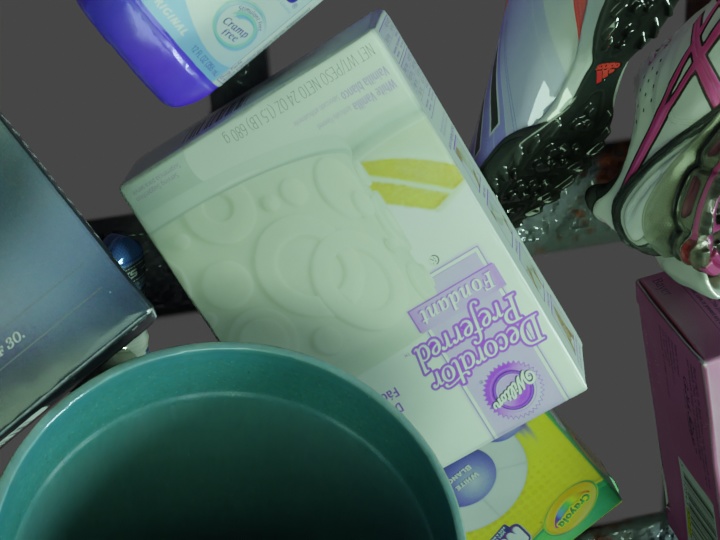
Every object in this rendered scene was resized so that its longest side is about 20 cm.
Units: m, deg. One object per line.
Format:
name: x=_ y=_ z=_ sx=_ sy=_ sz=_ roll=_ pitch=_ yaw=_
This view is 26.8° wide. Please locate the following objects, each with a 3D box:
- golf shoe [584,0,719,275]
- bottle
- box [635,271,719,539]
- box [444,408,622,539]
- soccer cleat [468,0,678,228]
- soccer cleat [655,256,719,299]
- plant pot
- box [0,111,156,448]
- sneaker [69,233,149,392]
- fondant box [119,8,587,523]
golf shoe: x=0.177 y=-0.104 z=0.749 sx=0.072 sy=0.091 sz=0.202 roll=30 pitch=85 yaw=-52
bottle: x=-0.032 y=-0.163 z=0.674 sx=0.199 sy=0.065 sz=0.084 roll=-38 pitch=118 yaw=7
box: x=0.272 y=0.073 z=0.850 sx=0.197 sy=0.097 sz=0.178 roll=-16 pitch=119 yaw=-6
box: x=0.058 y=0.109 z=0.845 sx=0.117 sy=0.049 sz=0.200 roll=-39 pitch=120 yaw=9
soccer cleat: x=0.093 y=-0.105 z=0.743 sx=0.068 sy=0.073 sz=0.201 roll=-8 pitch=139 yaw=-38
soccer cleat: x=0.237 y=-0.062 z=0.784 sx=0.200 sy=0.078 sz=0.069 roll=-45 pitch=118 yaw=10
plant pot: x=-0.064 y=0.169 z=0.685 sx=0.197 sy=0.202 sz=0.189 roll=-4 pitch=144 yaw=-11
box: x=-0.220 y=0.004 z=0.617 sx=0.199 sy=0.123 sz=0.199 roll=-40 pitch=92 yaw=-8
sneaker: x=-0.195 y=-0.001 z=0.720 sx=0.197 sy=0.077 sz=0.086 roll=9 pitch=97 yaw=-16
fondant box: x=0.000 y=0.000 z=0.729 sx=0.143 sy=0.058 sz=0.201 roll=-30 pitch=105 yaw=13
